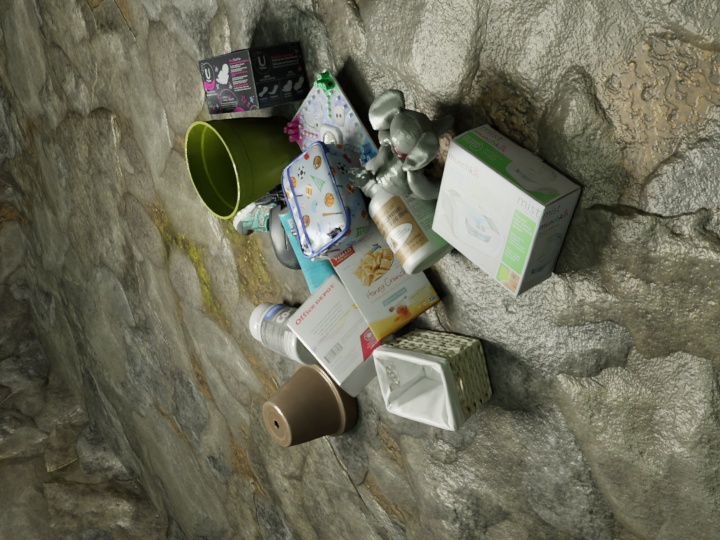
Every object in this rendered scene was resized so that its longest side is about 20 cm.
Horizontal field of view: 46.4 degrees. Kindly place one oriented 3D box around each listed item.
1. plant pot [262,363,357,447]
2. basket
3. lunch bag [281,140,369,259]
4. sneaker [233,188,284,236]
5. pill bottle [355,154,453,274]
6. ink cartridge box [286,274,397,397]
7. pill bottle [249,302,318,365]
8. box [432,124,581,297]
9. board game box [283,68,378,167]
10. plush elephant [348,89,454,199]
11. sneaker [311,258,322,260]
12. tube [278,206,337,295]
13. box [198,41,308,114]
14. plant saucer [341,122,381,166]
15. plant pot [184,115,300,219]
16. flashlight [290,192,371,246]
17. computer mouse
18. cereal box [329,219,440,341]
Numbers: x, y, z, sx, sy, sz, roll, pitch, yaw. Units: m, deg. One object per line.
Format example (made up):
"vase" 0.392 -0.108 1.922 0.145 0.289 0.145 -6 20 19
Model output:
"plant pot" -0.133 0.321 1.971 0.199 0.173 0.204 31 132 40
"basket" 0.138 0.198 1.582 0.198 0.122 0.138 6 116 52
"lunch bag" -0.071 -0.123 1.555 0.159 0.075 0.204 -31 68 40
"sneaker" -0.228 -0.118 1.927 0.092 0.077 0.200 55 146 7
"pill bottle" 0.078 -0.105 1.489 0.202 0.113 0.115 57 144 12
"ink cartridge box" -0.032 0.130 1.702 0.200 0.148 0.086 45 179 36
"pill bottle" -0.168 0.141 1.962 0.198 0.113 0.116 15 122 47
"box" 0.224 -0.097 1.319 0.200 0.096 0.179 42 141 31
"board game box" -0.060 -0.244 1.605 0.202 0.026 0.200 59 145 9
"plush elephant" 0.085 -0.205 1.366 0.167 0.197 0.155 60 141 19
"sneaker" -0.100 -0.119 1.739 0.075 0.087 0.204 -5 105 55
"tube" -0.111 -0.043 1.800 0.076 0.051 0.203 -15 111 24
"box" -0.217 -0.389 1.697 0.198 0.131 0.117 9 114 50
"plant saucer" -0.018 -0.193 1.633 0.199 0.036 0.204 31 133 39
"plant pot" -0.234 -0.236 1.756 0.199 0.191 0.204 29 132 39
"flashlight" -0.051 -0.101 1.624 0.198 0.067 0.069 -22 100 45
"computer mouse" -0.164 -0.085 1.837 0.135 0.053 0.204 -6 115 17
"cereal box" 0.041 0.011 1.591 0.202 0.142 0.040 57 -177 10
